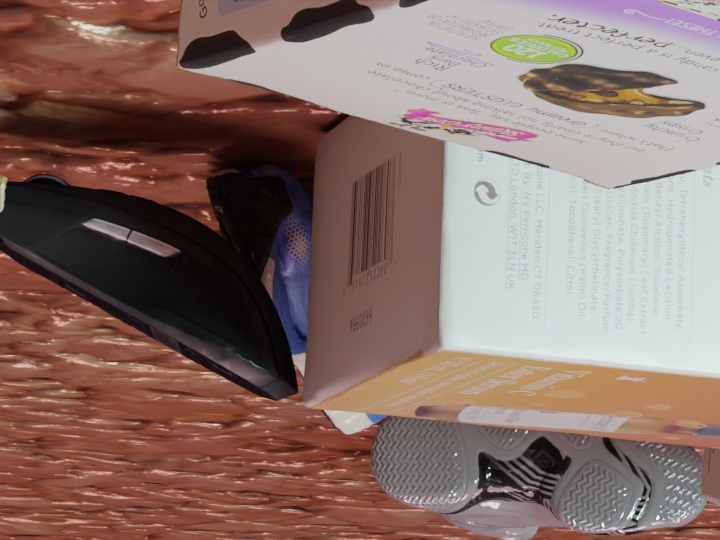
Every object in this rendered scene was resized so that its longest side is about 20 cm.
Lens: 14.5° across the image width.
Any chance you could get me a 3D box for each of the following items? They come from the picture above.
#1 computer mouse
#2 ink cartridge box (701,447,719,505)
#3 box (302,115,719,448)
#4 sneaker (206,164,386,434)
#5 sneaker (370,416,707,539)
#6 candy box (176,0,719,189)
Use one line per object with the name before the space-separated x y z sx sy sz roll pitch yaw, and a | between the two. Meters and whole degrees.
computer mouse | -0.105 -0.021 1.023 0.200 0.046 0.140 28 173 7
ink cartridge box | 0.267 0.088 1.354 0.145 0.085 0.200 6 180 -14
box | 0.097 -0.002 1.006 0.199 0.107 0.152 6 167 -17
sneaker | 0.000 0.000 1.154 0.089 0.079 0.200 -23 156 9
sneaker | 0.113 0.120 1.666 0.199 0.075 0.115 4 170 17
candy box | 0.079 -0.084 0.711 0.167 0.072 0.200 13 164 -41
